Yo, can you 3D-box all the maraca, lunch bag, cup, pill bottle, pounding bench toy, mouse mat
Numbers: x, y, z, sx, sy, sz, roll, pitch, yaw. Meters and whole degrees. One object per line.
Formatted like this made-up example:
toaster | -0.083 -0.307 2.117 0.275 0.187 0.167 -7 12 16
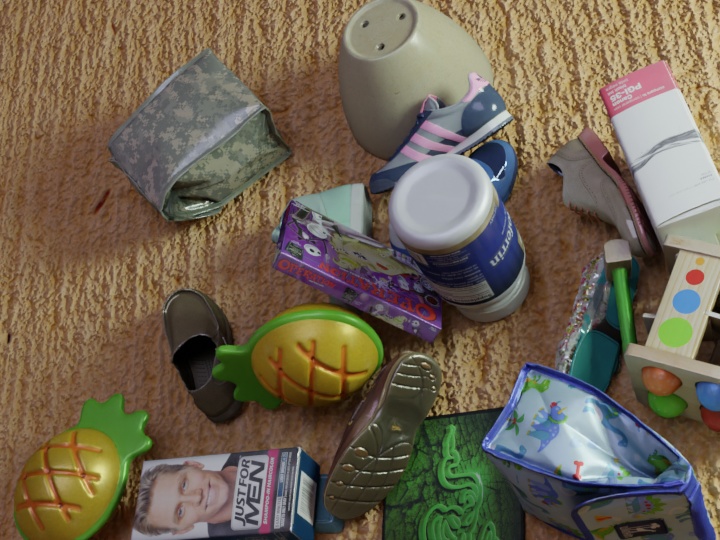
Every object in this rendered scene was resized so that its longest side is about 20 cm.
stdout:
maraca | -0.326 0.237 1.596 0.137 0.107 0.200 29 75 28
lunch bag | -0.220 -0.165 1.794 0.200 0.118 0.164 -38 52 -7
maraca | -0.071 0.102 1.535 0.199 0.137 0.107 -20 38 23
lunch bag | 0.239 0.199 1.310 0.199 0.170 0.128 18 69 31
cup | 0.050 -0.259 1.707 0.199 0.143 0.201 -12 56 19
pill bottle | 0.115 -0.029 1.495 0.115 0.200 0.116 -11 57 18
pounding bench toy | 0.316 0.064 1.377 0.199 0.124 0.156 15 67 27
mouse mat | 0.098 0.243 1.454 0.160 0.008 0.201 -10 57 20

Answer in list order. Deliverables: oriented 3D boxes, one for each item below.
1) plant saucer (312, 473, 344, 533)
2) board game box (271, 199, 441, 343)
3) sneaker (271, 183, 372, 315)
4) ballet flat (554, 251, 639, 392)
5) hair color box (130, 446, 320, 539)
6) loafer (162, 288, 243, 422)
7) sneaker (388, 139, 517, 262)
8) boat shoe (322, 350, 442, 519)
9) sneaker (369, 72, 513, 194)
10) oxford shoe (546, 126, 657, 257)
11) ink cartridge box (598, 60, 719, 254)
plant saucer | -0.110 0.262 1.535 0.199 0.019 0.070 -5 59 22
board game box | 0.000 0.000 1.530 0.032 0.199 0.120 -56 15 33
sneaker | -0.049 -0.015 1.642 0.118 0.074 0.201 -9 47 13
ballet flat | 0.248 0.068 1.466 0.064 0.076 0.200 -15 43 55
hair color box | -0.149 0.259 1.506 0.199 0.061 0.100 -9 57 21
loafer | -0.195 0.090 1.651 0.076 0.067 0.200 -33 52 3
sneaker | 0.110 -0.086 1.608 0.074 0.082 0.200 33 75 38
boat shoe | 0.019 0.179 1.494 0.201 0.072 0.068 -61 19 -7
sneaker | 0.084 -0.165 1.651 0.200 0.070 0.082 -30 92 18
oxford shoe | 0.273 -0.076 1.537 0.074 0.071 0.200 -32 42 10
ink cartridge box | 0.338 -0.100 1.466 0.083 0.147 0.201 -22 53 13
